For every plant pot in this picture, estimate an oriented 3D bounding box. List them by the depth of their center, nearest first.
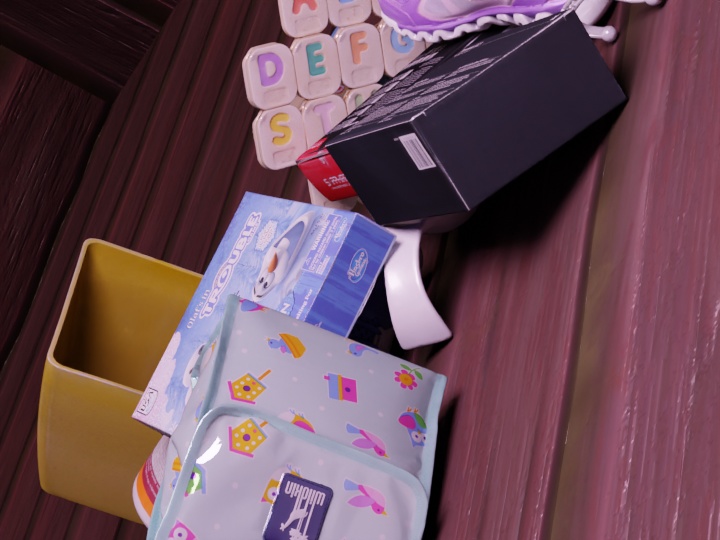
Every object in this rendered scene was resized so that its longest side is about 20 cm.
[{"bbox_3d":[-0.202,0.121,2.053,0.200,0.199,0.177,-82,13,-55],"label":"plant pot"}]

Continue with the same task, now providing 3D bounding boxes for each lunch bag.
[{"bbox_3d":[-0.042,0.135,1.430,0.201,0.169,0.122,-78,13,-48],"label":"lunch bag"}]

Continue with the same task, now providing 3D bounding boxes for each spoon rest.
[{"bbox_3d":[0.050,-0.035,1.630,0.099,0.061,0.201,-16,39,23],"label":"spoon rest"}]

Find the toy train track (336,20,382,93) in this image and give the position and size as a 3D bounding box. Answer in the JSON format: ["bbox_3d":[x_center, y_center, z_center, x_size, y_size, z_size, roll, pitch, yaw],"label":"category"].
[{"bbox_3d":[0.028,-0.194,1.818,0.199,0.033,0.115,-34,7,0],"label":"toy train track"}]

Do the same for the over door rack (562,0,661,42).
[{"bbox_3d":[0.199,-0.263,1.496,0.200,0.066,0.148,98,-168,-64],"label":"over door rack"}]

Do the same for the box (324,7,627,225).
[{"bbox_3d":[0.076,-0.103,1.532,0.141,0.079,0.200,-38,9,-14],"label":"box"}]

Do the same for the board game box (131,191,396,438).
[{"bbox_3d":[-0.076,0.045,1.639,0.199,0.043,0.201,12,74,63],"label":"board game box"}]

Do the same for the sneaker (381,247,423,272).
[{"bbox_3d":[0.000,0.000,1.763,0.200,0.075,0.087,-40,20,58],"label":"sneaker"}]

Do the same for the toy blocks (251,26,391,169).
[{"bbox_3d":[-0.002,-0.141,1.890,0.137,0.100,0.200,-57,28,-2],"label":"toy blocks"}]

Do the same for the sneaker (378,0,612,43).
[{"bbox_3d":[0.091,-0.225,1.633,0.199,0.089,0.081,2,47,39],"label":"sneaker"}]

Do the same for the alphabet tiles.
[{"bbox_3d":[0.002,-0.148,1.759,0.015,0.199,0.197,19,121,60],"label":"alphabet tiles"}]

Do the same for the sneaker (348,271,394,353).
[{"bbox_3d":[-0.010,0.092,1.624,0.115,0.080,0.201,-7,63,70],"label":"sneaker"}]

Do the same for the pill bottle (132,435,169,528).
[{"bbox_3d":[-0.092,0.130,1.760,0.200,0.109,0.110,-55,15,27],"label":"pill bottle"}]

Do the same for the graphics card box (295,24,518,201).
[{"bbox_3d":[0.052,-0.134,1.706,0.200,0.051,0.125,-42,10,-16],"label":"graphics card box"}]
